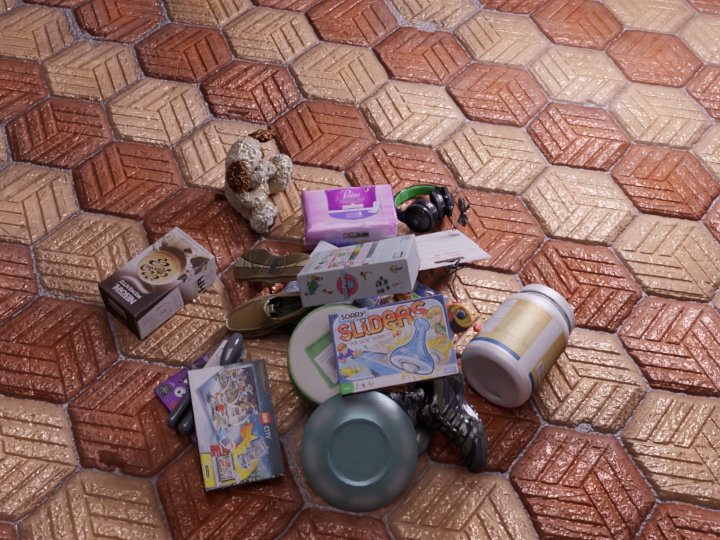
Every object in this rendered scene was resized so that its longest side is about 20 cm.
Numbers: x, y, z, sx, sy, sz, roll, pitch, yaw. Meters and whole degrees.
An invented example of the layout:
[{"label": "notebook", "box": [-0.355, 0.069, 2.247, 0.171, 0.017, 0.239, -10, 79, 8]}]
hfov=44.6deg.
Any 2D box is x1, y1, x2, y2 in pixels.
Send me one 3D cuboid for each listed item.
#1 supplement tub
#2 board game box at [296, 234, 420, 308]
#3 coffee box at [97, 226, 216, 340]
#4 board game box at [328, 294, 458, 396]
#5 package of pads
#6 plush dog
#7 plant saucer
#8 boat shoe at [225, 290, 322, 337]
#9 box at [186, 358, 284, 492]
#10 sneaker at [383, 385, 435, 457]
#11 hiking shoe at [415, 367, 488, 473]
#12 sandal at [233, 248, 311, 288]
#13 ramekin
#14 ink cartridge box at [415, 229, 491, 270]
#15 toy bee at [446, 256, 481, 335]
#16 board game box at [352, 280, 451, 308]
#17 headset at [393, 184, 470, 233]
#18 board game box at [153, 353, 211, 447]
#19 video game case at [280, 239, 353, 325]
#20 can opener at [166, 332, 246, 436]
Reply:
[{"label": "supplement tub", "box": [0.290, 0.134, 1.601, 0.144, 0.146, 0.200, 33, 57, 22]}, {"label": "board game box", "box": [0.000, 0.000, 1.567, 0.197, 0.065, 0.148, -9, 16, 13]}, {"label": "coffee box", "box": [-0.389, 0.023, 1.697, 0.113, 0.080, 0.200, 35, 58, 22]}, {"label": "board game box", "box": [0.054, 0.125, 1.468, 0.197, 0.034, 0.137, -11, 76, 0]}, {"label": "package of pads", "box": [-0.025, -0.111, 1.823, 0.197, 0.076, 0.122, -6, 56, -5]}, {"label": "plush dog", "box": [-0.235, -0.203, 1.824, 0.158, 0.173, 0.202, 11, 52, 7]}, {"label": "plant saucer", "box": [-0.002, 0.300, 1.457, 0.198, 0.039, 0.204, 0, 84, 0]}, {"label": "boat shoe", "box": [-0.169, 0.073, 1.633, 0.198, 0.076, 0.073, -19, 78, 12]}, {"label": "box", "box": [-0.213, 0.261, 1.489, 0.135, 0.038, 0.203, -7, 75, -17]}, {"label": "sneaker", "box": [0.093, 0.225, 1.548, 0.114, 0.076, 0.200, 37, 59, -7]}, {"label": "hiking shoe", "box": [0.144, 0.254, 1.485, 0.099, 0.076, 0.202, -14, 69, -17]}, {"label": "sandal", "box": [-0.170, 0.003, 1.722, 0.198, 0.054, 0.081, 3, 49, 32]}, {"label": "ramekin", "box": [-0.037, 0.153, 1.546, 0.197, 0.098, 0.203, 0, 81, 2]}, {"label": "ink cartridge box", "box": [0.150, -0.023, 1.722, 0.159, 0.051, 0.200, -11, 22, -12]}, {"label": "toy bee", "box": [0.156, 0.095, 1.566, 0.108, 0.201, 0.131, 37, 27, 0]}, {"label": "board game box", "box": [0.086, 0.081, 1.661, 0.199, 0.035, 0.136, 31, 57, -2]}, {"label": "headset", "box": [0.148, -0.139, 1.830, 0.123, 0.095, 0.199, -31, 41, -27]}, {"label": "board game box", "box": [-0.263, 0.250, 1.558, 0.120, 0.032, 0.200, -36, 61, -22]}, {"label": "video game case", "box": [-0.039, 0.052, 1.713, 0.198, 0.046, 0.182, 26, 54, 16]}, {"label": "can opener", "box": [-0.269, 0.193, 1.542, 0.053, 0.067, 0.201, 23, 54, 15]}]
